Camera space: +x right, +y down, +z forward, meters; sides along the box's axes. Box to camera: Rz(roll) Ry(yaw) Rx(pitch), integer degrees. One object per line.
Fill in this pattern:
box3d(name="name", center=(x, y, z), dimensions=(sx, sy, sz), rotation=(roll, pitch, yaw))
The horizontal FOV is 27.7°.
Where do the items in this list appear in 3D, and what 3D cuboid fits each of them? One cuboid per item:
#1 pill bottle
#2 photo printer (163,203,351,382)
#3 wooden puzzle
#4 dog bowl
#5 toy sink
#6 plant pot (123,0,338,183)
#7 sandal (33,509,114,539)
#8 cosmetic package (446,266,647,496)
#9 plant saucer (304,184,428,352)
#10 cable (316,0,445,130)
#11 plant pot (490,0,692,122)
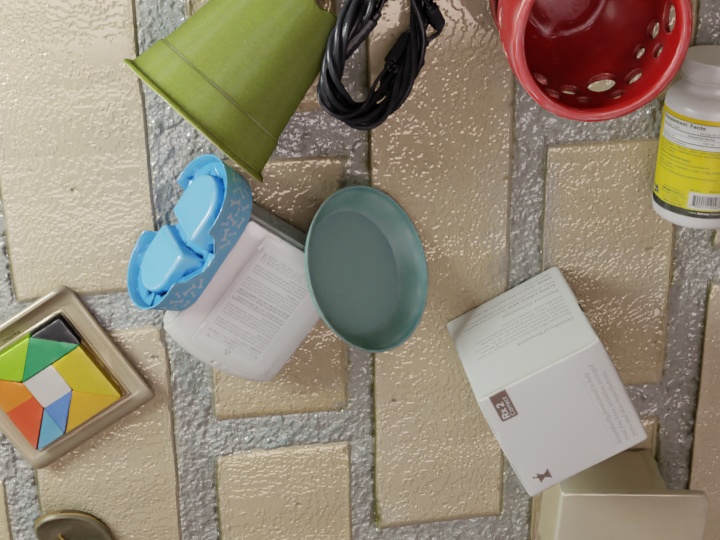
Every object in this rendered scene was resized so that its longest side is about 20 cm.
box3d(name="pill bottle", center=(0.414, -0.160, 1.738), dimensions=(0.112, 0.113, 0.201), rotation=(-2, 116, -9))
box3d(name="photo printer", center=(-0.130, 0.035, 1.767), dimensions=(0.166, 0.070, 0.200), rotation=(30, 108, -23))
box3d(name="wooden puzzle", center=(-0.381, 0.138, 1.796), dimensions=(0.185, 0.037, 0.200), rotation=(-32, 117, 7))
box3d(name="dog bowl", center=(-0.196, -0.038, 1.694), dimensions=(0.049, 0.112, 0.200), rotation=(20, 112, -39))
box3d(name="toy sink", center=(0.351, 0.323, 1.967), dimensions=(0.199, 0.112, 0.131), rotation=(1, 116, -4))
box3d(name="plant pot", center=(-0.121, -0.231, 1.589), dimensions=(0.200, 0.200, 0.190), rotation=(42, 92, -24))
box3d(name="sandal", center=(-0.350, 0.388, 1.914), dimensions=(0.080, 0.054, 0.200), rotation=(-30, 117, 6))
box3d(name="cosmetic package", center=(0.227, 0.134, 1.803), dimensions=(0.164, 0.200, 0.165), rotation=(-28, 118, 5))
box3d(name="plant saucer", center=(0.000, 0.000, 1.735), dimensions=(0.036, 0.200, 0.200), rotation=(-12, 128, 45))
box3d(name="cable", center=(0.023, -0.247, 1.599), dimensions=(0.200, 0.051, 0.163), rotation=(-49, 150, -23))
box3d(name="plant pot", center=(0.243, -0.285, 1.608), dimensions=(0.199, 0.183, 0.201), rotation=(-4, 116, -8))
